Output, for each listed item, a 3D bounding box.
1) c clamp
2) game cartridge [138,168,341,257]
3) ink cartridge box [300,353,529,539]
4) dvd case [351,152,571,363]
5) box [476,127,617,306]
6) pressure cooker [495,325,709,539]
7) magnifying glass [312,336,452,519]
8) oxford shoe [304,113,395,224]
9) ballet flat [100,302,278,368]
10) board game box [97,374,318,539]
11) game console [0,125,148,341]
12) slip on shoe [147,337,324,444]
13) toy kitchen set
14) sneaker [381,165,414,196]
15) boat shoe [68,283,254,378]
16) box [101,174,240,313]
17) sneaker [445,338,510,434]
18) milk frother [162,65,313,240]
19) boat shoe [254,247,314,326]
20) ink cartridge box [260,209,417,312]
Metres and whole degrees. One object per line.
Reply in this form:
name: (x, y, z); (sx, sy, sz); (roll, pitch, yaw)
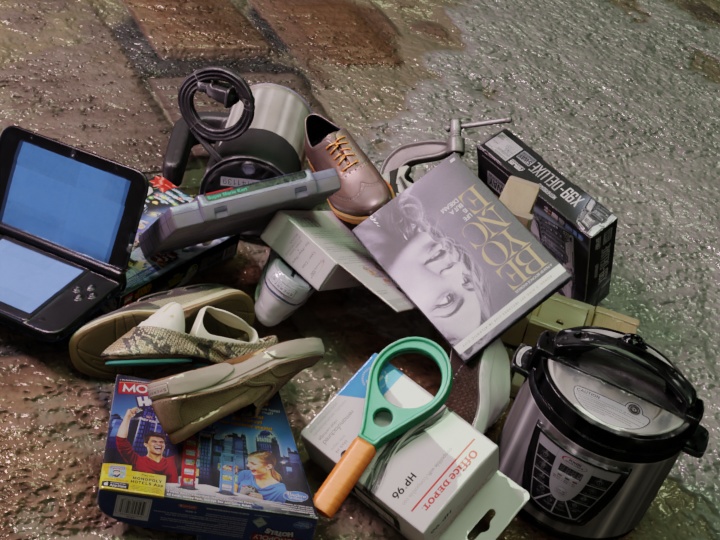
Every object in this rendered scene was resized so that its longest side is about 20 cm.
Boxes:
c clamp: (0.094, -0.093, 1.597); (0.170, 0.027, 0.201); (-1, 73, 26)
game cartridge: (-0.132, -0.066, 1.427); (0.200, 0.130, 0.038); (-16, 80, -28)
ink cartridge box: (0.055, 0.188, 1.269); (0.200, 0.068, 0.116); (36, 71, 23)
dvd case: (0.108, -0.017, 1.420); (0.149, 0.016, 0.200); (-37, 67, -8)
box: (0.229, -0.062, 1.629); (0.050, 0.158, 0.200); (-35, 58, -19)
pressure cooker: (0.237, 0.152, 1.320); (0.175, 0.200, 0.179); (-2, 41, -26)
magnifying glass: (0.017, 0.148, 1.245); (0.079, 0.022, 0.200); (28, 69, 21)
oxford shoe: (-0.021, -0.119, 1.530); (0.071, 0.073, 0.200); (-32, 39, -9)
ballet flat: (-0.168, 0.072, 1.325); (0.200, 0.068, 0.076); (12, 78, -34)
board game box: (-0.143, 0.169, 1.252); (0.199, 0.062, 0.200); (11, 36, -10)
game console: (-0.343, -0.042, 1.356); (0.200, 0.119, 0.171); (19, 40, 23)
slip on shoe: (-0.111, 0.111, 1.245); (0.200, 0.076, 0.061); (-14, 86, -47)
toy kitchen set: (0.223, 0.035, 1.481); (0.199, 0.181, 0.163); (19, 37, 8)
sneaker: (0.077, -0.057, 1.530); (0.088, 0.076, 0.200); (-32, 54, -13)
boat shoe: (-0.211, 0.061, 1.367); (0.200, 0.073, 0.065); (-12, 20, -25)
box: (-0.252, -0.031, 1.484); (0.137, 0.040, 0.200); (33, 39, 21)
sneaker: (0.123, 0.153, 1.383); (0.073, 0.085, 0.200); (-10, 42, 37)
milk frother: (-0.136, -0.177, 1.582); (0.180, 0.200, 0.188); (21, 35, -9)
boat shoe: (-0.086, 0.008, 1.478); (0.074, 0.067, 0.200); (38, 15, 0)
ink cartridge box: (0.000, 0.000, 1.481); (0.176, 0.045, 0.200); (41, 16, 16)
